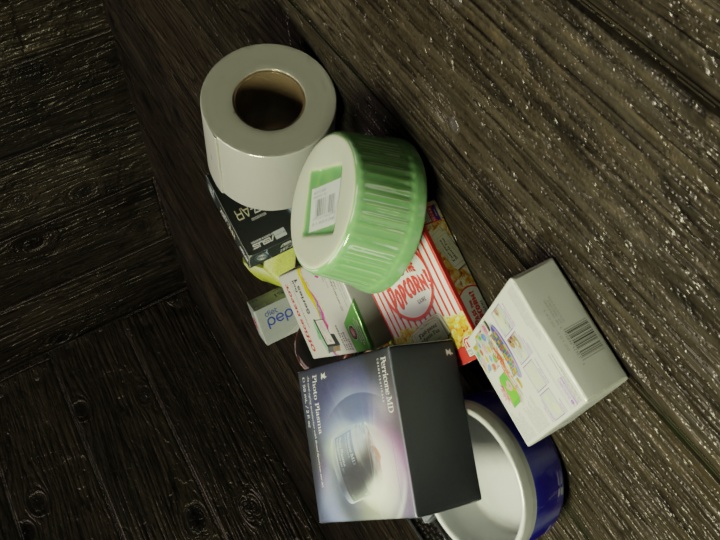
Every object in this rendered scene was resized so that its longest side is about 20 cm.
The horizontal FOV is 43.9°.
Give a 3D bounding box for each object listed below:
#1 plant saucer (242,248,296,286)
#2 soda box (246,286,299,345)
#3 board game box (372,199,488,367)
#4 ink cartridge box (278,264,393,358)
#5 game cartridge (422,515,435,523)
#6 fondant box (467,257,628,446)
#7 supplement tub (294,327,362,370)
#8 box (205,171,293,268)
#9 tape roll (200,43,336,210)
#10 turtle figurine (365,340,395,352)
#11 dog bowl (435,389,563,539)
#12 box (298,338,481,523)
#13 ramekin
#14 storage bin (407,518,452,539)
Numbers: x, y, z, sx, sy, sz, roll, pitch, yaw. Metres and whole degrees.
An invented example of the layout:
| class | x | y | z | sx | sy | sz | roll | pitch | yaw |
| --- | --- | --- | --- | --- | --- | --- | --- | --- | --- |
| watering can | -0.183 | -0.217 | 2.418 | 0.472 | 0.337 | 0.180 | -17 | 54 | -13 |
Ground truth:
| class | x | y | z | sx | sy | sz | roll | pitch | yaw |
| --- | --- | --- | --- | --- | --- | --- | --- | --- | --- |
| plant saucer | -0.161 | -0.078 | 1.560 | 0.199 | 0.047 | 0.205 | -168 | 82 | -67 |
| soda box | -0.092 | 0.051 | 1.547 | 0.063 | 0.197 | 0.070 | 34 | 146 | 66 |
| board game box | 0.085 | 0.033 | 1.169 | 0.151 | 0.046 | 0.203 | -35 | 79 | 51 |
| ink cartridge box | -0.027 | 0.045 | 1.335 | 0.199 | 0.083 | 0.147 | -18 | 97 | 61 |
| game cartridge | 0.092 | 0.298 | 1.356 | 0.134 | 0.040 | 0.201 | 56 | 159 | 20 |
| fondant box | 0.196 | 0.095 | 0.980 | 0.146 | 0.057 | 0.201 | 60 | 162 | 17 |
| supplement tub | -0.030 | 0.136 | 1.549 | 0.108 | 0.106 | 0.199 | 59 | -167 | 19 |
| box | -0.126 | -0.119 | 1.426 | 0.162 | 0.197 | 0.044 | 60 | 163 | 17 |
| tape roll | -0.135 | -0.212 | 1.329 | 0.205 | 0.200 | 0.140 | 58 | 162 | 22 |
| turtle figurine | 0.006 | 0.169 | 1.428 | 0.063 | 0.204 | 0.161 | 23 | -168 | 0 |
| dog bowl | 0.165 | 0.261 | 1.156 | 0.198 | 0.078 | 0.205 | 22 | 118 | 49 |
| box | 0.031 | 0.206 | 1.138 | 0.197 | 0.121 | 0.205 | -21 | 75 | 48 |
| ramekin | -0.010 | -0.079 | 1.137 | 0.199 | 0.096 | 0.205 | -25 | 60 | 54 |
| storage bin | 0.135 | 0.398 | 1.515 | 0.200 | 0.092 | 0.137 | 49 | 157 | 41 |
